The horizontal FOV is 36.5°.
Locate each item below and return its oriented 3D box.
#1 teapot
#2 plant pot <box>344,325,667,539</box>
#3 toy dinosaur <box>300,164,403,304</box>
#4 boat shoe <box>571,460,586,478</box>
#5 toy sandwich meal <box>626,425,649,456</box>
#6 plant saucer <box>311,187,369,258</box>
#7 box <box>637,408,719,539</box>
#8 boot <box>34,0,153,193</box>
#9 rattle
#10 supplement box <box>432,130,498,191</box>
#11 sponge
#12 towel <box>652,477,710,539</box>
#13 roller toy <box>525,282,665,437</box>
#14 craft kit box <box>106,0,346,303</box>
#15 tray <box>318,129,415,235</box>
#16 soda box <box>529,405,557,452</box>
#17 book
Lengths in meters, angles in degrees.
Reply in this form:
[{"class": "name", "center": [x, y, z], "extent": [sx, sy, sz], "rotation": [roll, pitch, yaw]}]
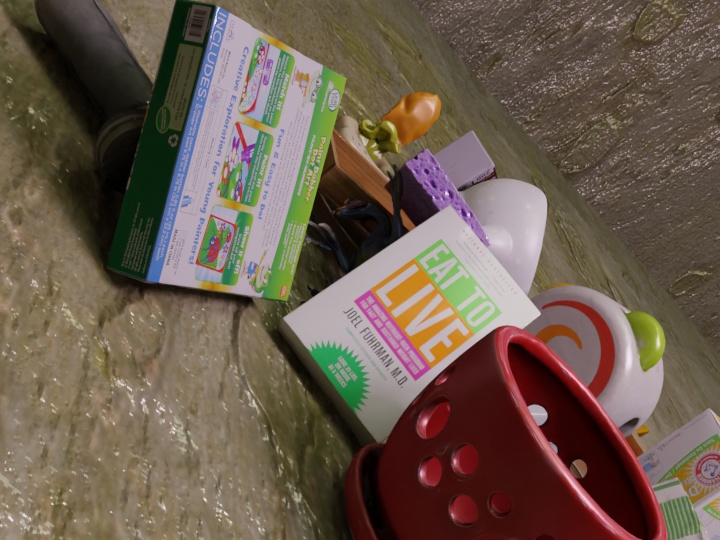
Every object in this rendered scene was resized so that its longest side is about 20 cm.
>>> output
[{"class": "teapot", "center": [0.151, -0.036, 1.424], "extent": [0.145, 0.201, 0.198], "rotation": [13, 47, 1]}, {"class": "plant pot", "center": [0.099, 0.171, 0.818], "extent": [0.200, 0.182, 0.201], "rotation": [45, 18, -19]}, {"class": "toy dinosaur", "center": [0.000, 0.000, 1.085], "extent": [0.182, 0.104, 0.201], "rotation": [-54, 138, -67]}, {"class": "boat shoe", "center": [0.190, 0.200, 1.185], "extent": [0.074, 0.076, 0.200], "rotation": [24, 24, -45]}, {"class": "toy sandwich meal", "center": [0.382, 0.262, 1.522], "extent": [0.205, 0.070, 0.205], "rotation": [45, 19, -20]}, {"class": "plant saucer", "center": [0.001, -0.042, 1.238], "extent": [0.200, 0.037, 0.201], "rotation": [44, 19, -20]}, {"class": "box", "center": [0.366, 0.271, 1.251], "extent": [0.112, 0.200, 0.102], "rotation": [39, 21, -33]}, {"class": "boot", "center": [-0.203, -0.155, 0.882], "extent": [0.201, 0.072, 0.182], "rotation": [62, 0, 12]}, {"class": "rattle", "center": [0.032, -0.166, 1.403], "extent": [0.200, 0.142, 0.131], "rotation": [3, 70, -75]}, {"class": "supplement box", "center": [0.135, -0.118, 1.524], "extent": [0.061, 0.108, 0.200], "rotation": [59, 5, 13]}, {"class": "sponge", "center": [0.076, -0.061, 1.122], "extent": [0.112, 0.030, 0.200], "rotation": [54, -5, -1]}, {"class": "towel", "center": [0.298, 0.312, 1.117], "extent": [0.201, 0.152, 0.023], "rotation": [-107, -179, -50]}, {"class": "roller toy", "center": [0.272, 0.120, 1.350], "extent": [0.199, 0.183, 0.140], "rotation": [26, 1, 38]}, {"class": "craft kit box", "center": [-0.096, -0.083, 0.846], "extent": [0.048, 0.201, 0.197], "rotation": [16, 1, 30]}, {"class": "tray", "center": [0.021, -0.071, 1.229], "extent": [0.200, 0.037, 0.099], "rotation": [40, 21, -29]}, {"class": "soda box", "center": [0.149, 0.122, 1.135], "extent": [0.068, 0.064, 0.200], "rotation": [5, 24, -16]}, {"class": "book", "center": [0.043, 0.046, 0.962], "extent": [0.134, 0.200, 0.048], "rotation": [52, -26, 6]}]
